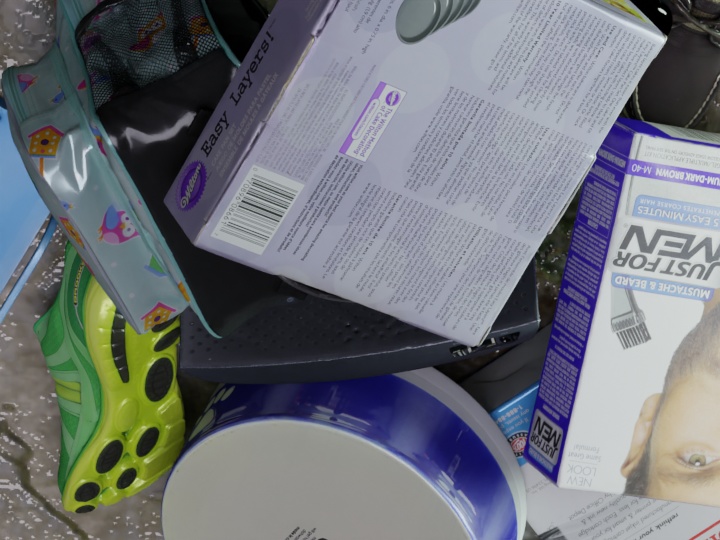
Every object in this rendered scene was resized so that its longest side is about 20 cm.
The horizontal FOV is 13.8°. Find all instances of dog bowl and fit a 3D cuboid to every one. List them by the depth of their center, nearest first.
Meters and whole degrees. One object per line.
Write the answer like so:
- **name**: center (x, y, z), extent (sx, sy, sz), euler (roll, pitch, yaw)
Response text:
- **dog bowl**: center (-0.010, 0.140, 1.697), extent (0.199, 0.079, 0.201), euler (12, 128, 15)

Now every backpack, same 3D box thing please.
- **backpack**: center (-0.100, -0.078, 1.567), extent (0.153, 0.200, 0.176), euler (-23, 129, 10)

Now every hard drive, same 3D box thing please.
- **hard drive**: center (0.000, 0.000, 1.647), extent (0.199, 0.135, 0.042), euler (-8, 145, 8)

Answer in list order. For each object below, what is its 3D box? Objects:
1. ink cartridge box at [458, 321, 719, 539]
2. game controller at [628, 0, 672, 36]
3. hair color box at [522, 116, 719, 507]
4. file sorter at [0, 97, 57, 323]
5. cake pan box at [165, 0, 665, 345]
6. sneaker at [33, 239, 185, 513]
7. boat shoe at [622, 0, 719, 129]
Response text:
- **ink cartridge box**: center (0.158, 0.124, 1.736), extent (0.116, 0.068, 0.200), euler (-33, 110, 12)
- **game controller**: center (0.090, -0.113, 1.586), extent (0.104, 0.042, 0.200), euler (21, 156, -9)
- **hair color box**: center (0.168, 0.023, 1.632), extent (0.109, 0.065, 0.201), euler (8, 102, -18)
- **file sorter**: center (-0.274, -0.039, 1.628), extent (0.200, 0.123, 0.139), euler (29, 111, -13)
- **cake pan box**: center (0.026, -0.070, 1.449), extent (0.184, 0.052, 0.200), euler (19, 109, -33)
- **sneaker**: center (-0.144, 0.057, 1.706), extent (0.074, 0.084, 0.200), euler (-14, 135, -26)
- **boat shoe**: center (0.186, -0.160, 1.611), extent (0.073, 0.065, 0.201), euler (11, 113, -5)
